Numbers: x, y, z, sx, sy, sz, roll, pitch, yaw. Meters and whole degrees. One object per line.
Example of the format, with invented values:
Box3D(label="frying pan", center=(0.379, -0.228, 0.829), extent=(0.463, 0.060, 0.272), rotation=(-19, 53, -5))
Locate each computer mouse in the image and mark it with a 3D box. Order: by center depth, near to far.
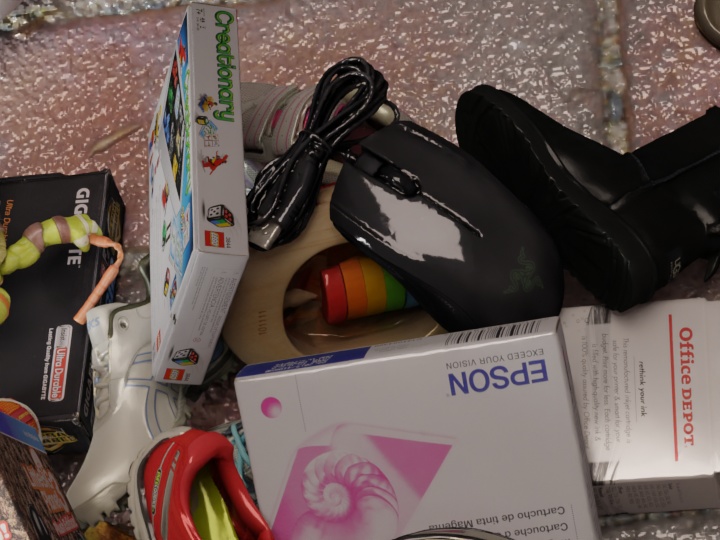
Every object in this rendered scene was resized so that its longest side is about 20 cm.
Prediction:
Box3D(label="computer mouse", center=(0.039, -0.028, 1.415), extent=(0.199, 0.053, 0.139), rotation=(34, 73, -3))

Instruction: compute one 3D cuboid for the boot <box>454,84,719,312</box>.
Box3D(label="boot", center=(0.175, -0.064, 1.483), extent=(0.162, 0.074, 0.198), rotation=(-24, 53, -29))

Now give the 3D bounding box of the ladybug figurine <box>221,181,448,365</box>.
Box3D(label="ladybug figurine", center=(0.000, 0.000, 1.491), extent=(0.198, 0.137, 0.072), rotation=(-9, 28, -17))

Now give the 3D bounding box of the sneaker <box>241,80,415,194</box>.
Box3D(label="sneaker", center=(-0.032, -0.090, 1.556), extent=(0.198, 0.088, 0.082), rotation=(11, 69, 17))

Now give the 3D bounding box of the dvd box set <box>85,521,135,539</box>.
Box3D(label="dvd box set", center=(-0.212, 0.210, 1.491), extent=(0.199, 0.029, 0.147), rotation=(27, 74, 21))

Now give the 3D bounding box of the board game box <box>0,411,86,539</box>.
Box3D(label="board game box", center=(-0.198, 0.186, 1.311), extent=(0.096, 0.159, 0.201), rotation=(-27, 79, 0))

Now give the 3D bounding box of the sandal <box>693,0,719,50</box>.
Box3D(label="sandal", center=(0.311, -0.165, 1.534), extent=(0.199, 0.055, 0.082), rotation=(16, 70, 18))

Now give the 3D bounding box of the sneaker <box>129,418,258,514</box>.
Box3D(label="sneaker", center=(-0.056, 0.107, 1.472), extent=(0.199, 0.086, 0.078), rotation=(-23, 64, 4))

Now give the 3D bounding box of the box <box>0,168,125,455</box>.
Box3D(label="box", center=(-0.261, 0.032, 1.555), extent=(0.197, 0.050, 0.201), rotation=(-5, 55, 12))

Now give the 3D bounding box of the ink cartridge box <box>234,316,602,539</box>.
Box3D(label="ink cartridge box", center=(0.039, 0.140, 1.398), extent=(0.195, 0.043, 0.202), rotation=(-10, 99, 11))

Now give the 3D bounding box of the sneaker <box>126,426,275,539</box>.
Box3D(label="sneaker", center=(-0.078, 0.188, 1.384), extent=(0.077, 0.085, 0.201), rotation=(-20, 89, -38))

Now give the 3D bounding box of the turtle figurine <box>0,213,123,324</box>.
Box3D(label="turtle figurine", center=(-0.262, -0.011, 1.513), extent=(0.199, 0.065, 0.162), rotation=(-29, 51, -4))

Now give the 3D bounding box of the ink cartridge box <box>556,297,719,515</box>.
Box3D(label="ink cartridge box", center=(0.158, 0.085, 1.447), extent=(0.198, 0.068, 0.117), rotation=(-4, 66, 11))

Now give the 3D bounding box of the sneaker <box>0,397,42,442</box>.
Box3D(label="sneaker", center=(-0.279, 0.151, 1.451), extent=(0.073, 0.077, 0.200), rotation=(43, 102, 5))

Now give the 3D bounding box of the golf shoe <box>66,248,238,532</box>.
Box3D(label="golf shoe", center=(-0.145, 0.072, 1.479), extent=(0.097, 0.078, 0.201), rotation=(41, 50, -13))

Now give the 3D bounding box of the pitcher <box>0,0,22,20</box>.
Box3D(label="pitcher", center=(-0.283, -0.262, 1.684), extent=(0.171, 0.121, 0.201), rotation=(3, 54, 36))

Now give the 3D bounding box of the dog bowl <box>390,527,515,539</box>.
Box3D(label="dog bowl", center=(0.054, 0.237, 1.356), extent=(0.198, 0.074, 0.202), rotation=(2, 101, 10))

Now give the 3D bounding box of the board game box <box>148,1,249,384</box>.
Box3D(label="board game box", center=(-0.101, -0.048, 1.457), extent=(0.034, 0.127, 0.201), rotation=(7, 50, -15))
